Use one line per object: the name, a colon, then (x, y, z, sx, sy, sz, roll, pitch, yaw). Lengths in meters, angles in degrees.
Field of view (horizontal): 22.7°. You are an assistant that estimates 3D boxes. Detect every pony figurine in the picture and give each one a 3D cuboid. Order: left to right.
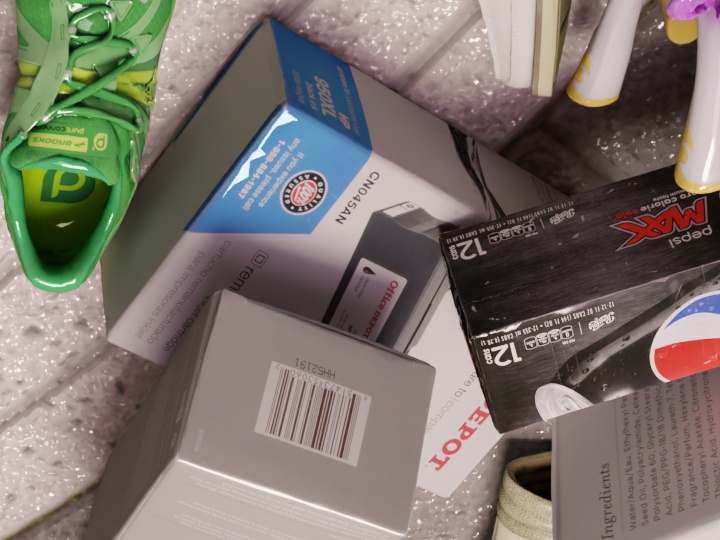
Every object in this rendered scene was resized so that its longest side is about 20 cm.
pony figurine: (0.138, -0.139, 0.694, 0.166, 0.193, 0.201, -12, 119, -16)

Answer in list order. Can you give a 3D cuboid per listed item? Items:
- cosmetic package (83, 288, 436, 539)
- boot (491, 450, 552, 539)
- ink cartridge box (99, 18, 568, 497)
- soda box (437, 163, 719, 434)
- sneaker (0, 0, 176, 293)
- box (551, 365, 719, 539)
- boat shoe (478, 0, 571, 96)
cosmetic package: (-0.054, 0.100, 0.802, 0.106, 0.091, 0.200, 20, 150, -14)
boot: (0.154, 0.174, 0.997, 0.199, 0.072, 0.155, 7, 120, -15)
ink cartridge box: (0.000, 0.000, 0.837, 0.199, 0.084, 0.145, 27, 116, -27)
soda box: (0.139, -0.001, 0.767, 0.199, 0.071, 0.064, -17, 132, 2)
sneaker: (-0.115, -0.078, 0.761, 0.074, 0.084, 0.201, 2, 123, -12)
box: (0.195, 0.101, 0.859, 0.130, 0.201, 0.199, -25, 128, 27)
boat shoe: (0.055, -0.165, 0.751, 0.068, 0.075, 0.201, 2, 128, 12)
